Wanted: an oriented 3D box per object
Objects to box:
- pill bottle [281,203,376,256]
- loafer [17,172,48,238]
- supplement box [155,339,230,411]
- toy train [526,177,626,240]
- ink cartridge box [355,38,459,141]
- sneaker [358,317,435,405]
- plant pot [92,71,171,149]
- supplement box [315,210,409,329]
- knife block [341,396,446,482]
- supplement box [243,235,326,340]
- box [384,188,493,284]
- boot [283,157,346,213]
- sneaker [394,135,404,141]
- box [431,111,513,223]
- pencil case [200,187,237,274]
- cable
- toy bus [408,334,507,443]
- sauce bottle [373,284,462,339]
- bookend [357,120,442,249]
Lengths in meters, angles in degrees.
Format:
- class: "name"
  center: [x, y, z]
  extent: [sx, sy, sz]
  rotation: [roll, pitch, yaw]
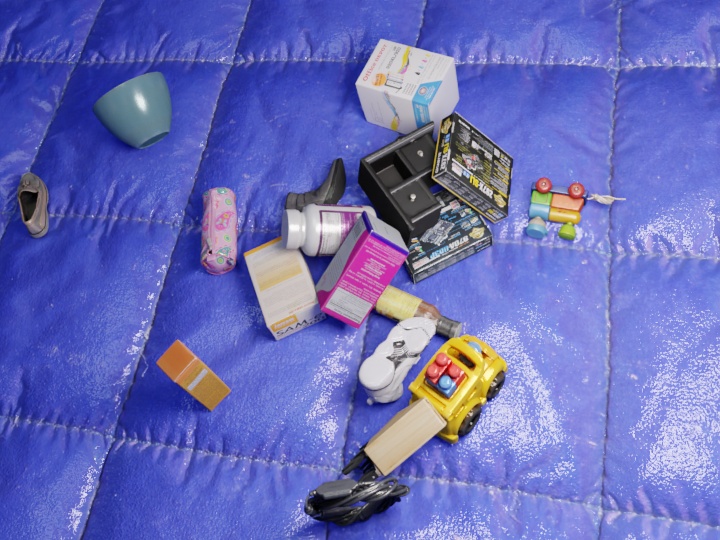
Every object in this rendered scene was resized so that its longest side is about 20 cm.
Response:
- class: "pill bottle"
  center: [-0.069, -0.087, 1.673]
  extent: [0.195, 0.113, 0.115]
  rotation: [1, 59, -17]
- class: "loafer"
  center: [-0.835, -0.178, 1.958]
  extent: [0.071, 0.063, 0.203]
  rotation: [-22, 60, -1]
- class: "supplement box"
  center: [-0.334, 0.216, 1.558]
  extent: [0.066, 0.201, 0.069]
  rotation: [36, 77, 26]
- class: "toy train"
  center: [0.452, -0.117, 1.635]
  extent: [0.195, 0.085, 0.118]
  rotation: [12, 75, 18]
- class: "ink cartridge box"
  center: [0.113, -0.427, 1.833]
  extent: [0.197, 0.145, 0.149]
  rotation: [21, 69, 23]
- class: "sneaker"
  center: [0.073, 0.184, 1.542]
  extent: [0.075, 0.116, 0.199]
  rotation: [36, 62, 26]
- class: "plant pot"
  center: [-0.556, -0.390, 1.956]
  extent: [0.197, 0.200, 0.137]
  rotation: [-30, 95, -5]
- class: "supplement box"
  center: [0.000, 0.000, 1.589]
  extent: [0.202, 0.102, 0.102]
  rotation: [-55, 23, 18]
- class: "knife block"
  center: [0.051, 0.330, 1.422]
  extent: [0.064, 0.200, 0.175]
  rotation: [48, 60, 3]
- class: "supplement box"
  center: [-0.166, 0.033, 1.691]
  extent: [0.124, 0.074, 0.203]
  rotation: [-23, 58, 0]
- class: "box"
  center: [0.170, -0.085, 1.695]
  extent: [0.197, 0.046, 0.161]
  rotation: [-26, 60, -3]
- class: "boot"
  center: [-0.110, -0.178, 1.798]
  extent: [0.129, 0.070, 0.204]
  rotation: [2, 59, 20]
- class: "sneaker"
  center: [0.082, -0.226, 1.764]
  extent: [0.081, 0.071, 0.204]
  rotation: [19, 64, -19]
- class: "box"
  center: [0.247, -0.222, 1.670]
  extent: [0.049, 0.198, 0.163]
  rotation: [-22, 46, 48]
- class: "pencil case"
  center: [-0.329, -0.093, 1.789]
  extent: [0.085, 0.088, 0.204]
  rotation: [-8, 60, 8]
- class: "cable"
  center: [-0.004, 0.424, 1.398]
  extent: [0.195, 0.165, 0.052]
  rotation: [-10, 53, -2]
- class: "toy bus"
  center: [0.181, 0.195, 1.462]
  extent: [0.135, 0.193, 0.201]
  rotation: [34, 72, 27]
- class: "sauce bottle"
  center: [0.115, 0.090, 1.603]
  extent: [0.197, 0.066, 0.067]
  rotation: [24, 69, 25]
- class: "bookend"
  center: [0.127, -0.184, 1.665]
  extent: [0.196, 0.093, 0.202]
  rotation: [-28, 69, -17]
